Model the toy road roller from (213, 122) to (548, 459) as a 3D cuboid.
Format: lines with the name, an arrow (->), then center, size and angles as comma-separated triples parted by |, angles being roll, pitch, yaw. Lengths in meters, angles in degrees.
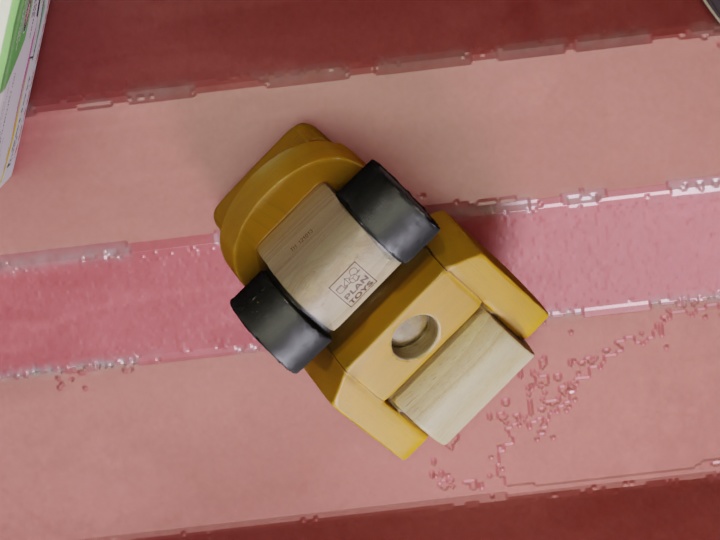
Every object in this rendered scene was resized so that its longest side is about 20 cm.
toy road roller -> 0.000, 0.000, 1.595 | 0.123, 0.146, 0.200 | -45, 132, 5

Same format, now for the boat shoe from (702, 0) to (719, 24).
boat shoe -> 0.215, -0.207, 1.573 | 0.074, 0.073, 0.201 | -29, 96, 4

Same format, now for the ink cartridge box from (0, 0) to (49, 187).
ink cartridge box -> -0.229, -0.119, 1.529 | 0.083, 0.200, 0.146 | 13, 97, -4
